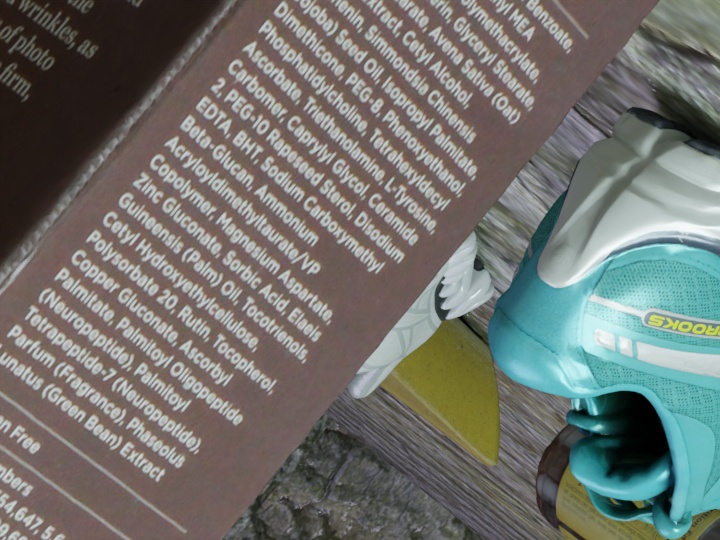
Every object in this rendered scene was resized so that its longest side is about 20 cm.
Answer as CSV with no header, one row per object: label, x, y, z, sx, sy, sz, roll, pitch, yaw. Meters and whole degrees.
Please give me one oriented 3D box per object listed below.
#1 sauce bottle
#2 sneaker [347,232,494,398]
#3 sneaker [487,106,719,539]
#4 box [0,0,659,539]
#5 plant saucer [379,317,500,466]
sauce bottle,0.148,0.120,1.183,0.065,0.065,0.200,44,175,-38
sneaker,0.000,0.000,1.155,0.075,0.081,0.200,40,174,19
sneaker,0.086,0.031,0.740,0.078,0.080,0.200,37,175,37
box,-0.040,-0.026,0.461,0.100,0.200,0.075,36,177,46
plant saucer,-0.022,-0.003,1.494,0.200,0.048,0.200,45,174,-39
